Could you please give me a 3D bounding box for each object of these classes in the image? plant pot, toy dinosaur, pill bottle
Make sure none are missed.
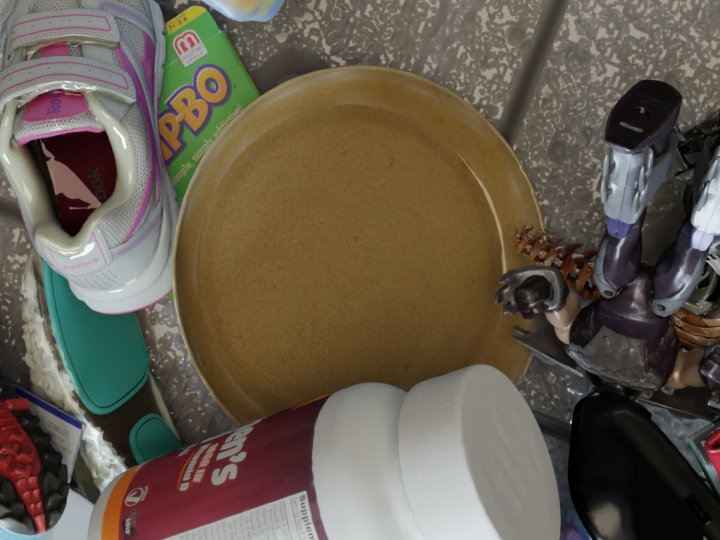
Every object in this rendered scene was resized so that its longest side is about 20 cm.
[{"bbox_3d":[0.000,0.000,0.866,0.198,0.027,0.203,0,89,-19],"label":"plant pot"},{"bbox_3d":[0.183,-0.001,0.864,0.197,0.102,0.137,0,113,-17],"label":"toy dinosaur"},{"bbox_3d":[-0.017,0.115,0.781,0.198,0.109,0.111,-22,96,26],"label":"pill bottle"}]

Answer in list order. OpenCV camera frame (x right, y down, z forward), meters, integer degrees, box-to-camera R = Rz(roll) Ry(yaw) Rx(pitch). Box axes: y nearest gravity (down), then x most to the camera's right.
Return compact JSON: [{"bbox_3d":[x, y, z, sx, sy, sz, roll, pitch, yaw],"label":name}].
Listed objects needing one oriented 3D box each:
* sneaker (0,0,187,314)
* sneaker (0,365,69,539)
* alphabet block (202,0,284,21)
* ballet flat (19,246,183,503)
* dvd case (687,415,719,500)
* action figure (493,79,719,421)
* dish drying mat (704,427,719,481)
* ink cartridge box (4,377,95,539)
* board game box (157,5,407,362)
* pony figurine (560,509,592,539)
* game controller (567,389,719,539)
[{"bbox_3d":[-0.133,-0.084,0.823,0.080,0.088,0.202,-16,80,6],"label":"sneaker"},{"bbox_3d":[-0.224,0.066,0.853,0.096,0.079,0.201,-45,60,27],"label":"sneaker"},{"bbox_3d":[-0.076,-0.244,0.762,0.195,0.195,0.201,31,98,-5],"label":"alphabet block"},{"bbox_3d":[-0.133,0.079,0.886,0.071,0.072,0.202,-25,94,3],"label":"ballet flat"},{"bbox_3d":[0.257,0.057,0.848,0.199,0.146,0.022,-34,60,2],"label":"dvd case"},{"bbox_3d":[0.130,0.007,0.811,0.129,0.070,0.202,15,132,7],"label":"action figure"},{"bbox_3d":[0.214,0.099,0.830,0.076,0.200,0.018,-32,60,4],"label":"dish drying mat"},{"bbox_3d":[-0.187,0.156,0.883,0.094,0.037,0.202,22,100,37],"label":"ink cartridge box"},{"bbox_3d":[-0.067,-0.027,0.890,0.095,0.030,0.201,-31,98,2],"label":"board game box"},{"bbox_3d":[0.107,0.210,0.870,0.191,0.166,0.203,-4,102,33],"label":"pony figurine"},{"bbox_3d":[0.162,0.147,0.810,0.042,0.105,0.200,-31,108,32],"label":"game controller"}]
